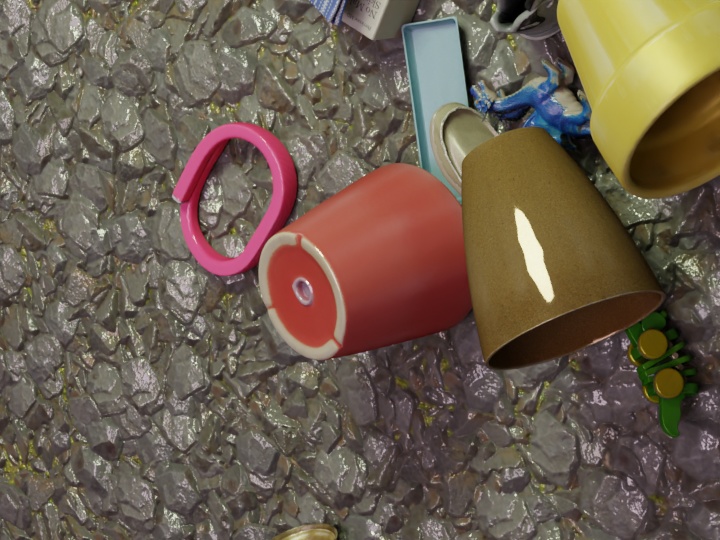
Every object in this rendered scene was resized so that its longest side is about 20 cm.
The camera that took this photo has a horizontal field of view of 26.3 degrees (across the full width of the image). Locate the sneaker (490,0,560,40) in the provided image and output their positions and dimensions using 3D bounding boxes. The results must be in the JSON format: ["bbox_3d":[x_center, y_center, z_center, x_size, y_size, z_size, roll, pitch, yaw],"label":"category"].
[{"bbox_3d":[0.206,-0.289,1.506,0.200,0.115,0.075,-40,77,35],"label":"sneaker"}]

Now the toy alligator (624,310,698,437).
[{"bbox_3d":[0.299,0.068,1.566,0.054,0.059,0.202,-19,79,-7],"label":"toy alligator"}]

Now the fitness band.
[{"bbox_3d":[-0.154,-0.087,1.860,0.144,0.037,0.201,45,123,19],"label":"fitness band"}]

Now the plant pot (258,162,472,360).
[{"bbox_3d":[0.000,0.000,1.654,0.199,0.176,0.203,25,125,41],"label":"plant pot"}]

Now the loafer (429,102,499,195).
[{"bbox_3d":[0.144,-0.092,1.613,0.201,0.075,0.068,58,158,-1],"label":"loafer"}]

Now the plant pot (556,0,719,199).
[{"bbox_3d":[0.282,-0.202,1.435,0.201,0.200,0.190,-49,58,33],"label":"plant pot"}]

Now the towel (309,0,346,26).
[{"bbox_3d":[-0.037,-0.369,1.667,0.200,0.024,0.146,56,130,49],"label":"towel"}]

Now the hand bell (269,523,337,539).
[{"bbox_3d":[-0.049,0.424,1.885,0.103,0.104,0.202,-6,108,36],"label":"hand bell"}]

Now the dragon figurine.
[{"bbox_3d":[0.204,-0.149,1.575,0.200,0.059,0.100,43,122,21],"label":"dragon figurine"}]

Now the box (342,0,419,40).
[{"bbox_3d":[0.037,-0.353,1.641,0.082,0.068,0.202,34,118,24],"label":"box"}]

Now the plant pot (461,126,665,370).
[{"bbox_3d":[0.175,-0.031,1.501,0.186,0.185,0.202,-31,71,36],"label":"plant pot"}]

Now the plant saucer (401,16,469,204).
[{"bbox_3d":[0.090,-0.171,1.673,0.069,0.019,0.202,-4,100,30],"label":"plant saucer"}]
